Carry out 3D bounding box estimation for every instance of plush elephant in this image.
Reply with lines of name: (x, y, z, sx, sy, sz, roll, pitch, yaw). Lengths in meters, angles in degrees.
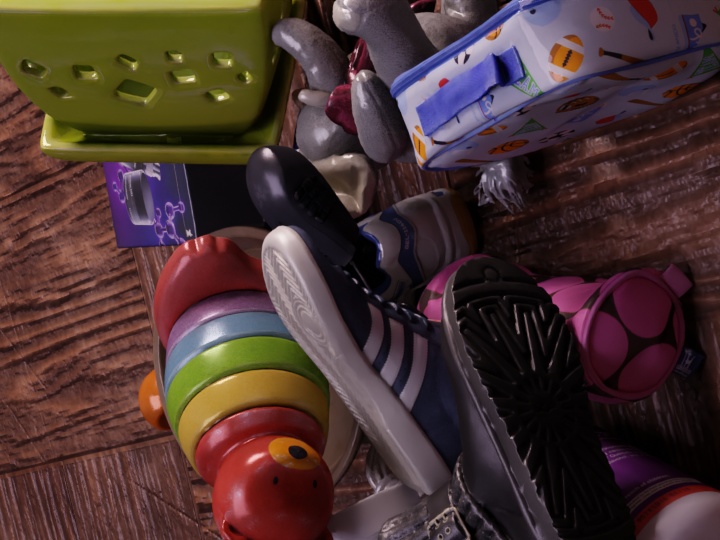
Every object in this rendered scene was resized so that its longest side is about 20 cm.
plush elephant: (0.012, -0.119, 1.609, 0.154, 0.165, 0.200, -6, 121, 34)

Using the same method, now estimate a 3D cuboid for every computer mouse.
computer mouse: (-0.010, 0.005, 1.591, 0.200, 0.034, 0.059, 53, 140, -10)

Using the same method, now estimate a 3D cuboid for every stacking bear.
stacking bear: (-0.066, 0.094, 1.578, 0.114, 0.121, 0.200, -55, 34, 36)

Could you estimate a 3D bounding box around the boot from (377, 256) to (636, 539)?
boot: (0.067, 0.115, 1.482, 0.158, 0.079, 0.212, -41, 59, 48)

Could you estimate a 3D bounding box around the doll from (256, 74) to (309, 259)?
doll: (-0.045, -0.037, 1.791, 0.048, 0.137, 0.201, 16, 117, 8)

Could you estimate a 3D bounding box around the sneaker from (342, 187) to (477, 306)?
sneaker: (0.000, 0.000, 1.743, 0.075, 0.088, 0.200, 66, 148, 15)

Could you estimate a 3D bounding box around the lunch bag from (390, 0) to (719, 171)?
lunch bag: (0.115, -0.121, 1.444, 0.200, 0.160, 0.076, -31, 75, 58)

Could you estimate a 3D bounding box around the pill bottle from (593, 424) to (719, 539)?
pill bottle: (0.150, 0.161, 1.534, 0.200, 0.112, 0.113, 28, 124, 52)

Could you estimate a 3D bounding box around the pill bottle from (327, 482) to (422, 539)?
pill bottle: (0.041, 0.240, 1.572, 0.200, 0.112, 0.112, 63, 146, 12)

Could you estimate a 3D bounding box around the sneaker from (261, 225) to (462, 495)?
sneaker: (0.017, 0.041, 1.542, 0.200, 0.084, 0.075, 57, 163, -21)

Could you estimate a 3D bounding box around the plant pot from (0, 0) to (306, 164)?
plant pot: (-0.137, -0.186, 1.731, 0.182, 0.199, 0.199, 80, -166, -49)

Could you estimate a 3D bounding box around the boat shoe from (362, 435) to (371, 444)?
boat shoe: (-0.041, 0.076, 1.788, 0.199, 0.063, 0.071, 9, 134, 30)

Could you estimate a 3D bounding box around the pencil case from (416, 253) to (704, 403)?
pencil case: (0.120, 0.032, 1.566, 0.091, 0.094, 0.200, 40, 163, -29)

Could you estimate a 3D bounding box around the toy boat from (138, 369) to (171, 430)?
toy boat: (-0.108, 0.091, 1.906, 0.200, 0.130, 0.131, 30, 126, 51)

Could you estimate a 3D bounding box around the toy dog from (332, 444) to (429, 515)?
toy dog: (0.058, 0.215, 1.696, 0.200, 0.132, 0.096, 38, 169, 30)

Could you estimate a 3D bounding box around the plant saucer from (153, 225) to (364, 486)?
plant saucer: (-0.065, 0.067, 1.725, 0.200, 0.029, 0.201, 9, 104, 39)

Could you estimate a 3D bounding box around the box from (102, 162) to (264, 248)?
box: (-0.145, -0.123, 1.945, 0.141, 0.079, 0.201, -3, 98, 56)
